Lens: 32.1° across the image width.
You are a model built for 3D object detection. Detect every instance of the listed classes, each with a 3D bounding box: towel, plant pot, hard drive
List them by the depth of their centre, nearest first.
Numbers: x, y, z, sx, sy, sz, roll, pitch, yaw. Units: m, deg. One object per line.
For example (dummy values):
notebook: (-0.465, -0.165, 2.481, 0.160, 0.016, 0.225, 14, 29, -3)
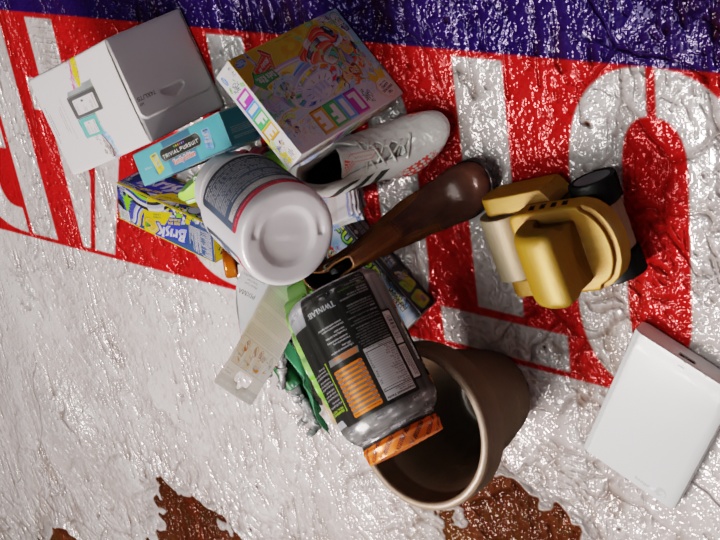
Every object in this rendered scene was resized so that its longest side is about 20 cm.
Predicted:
hard drive: (0.348, 0.171, 1.460, 0.131, 0.026, 0.202, 34, 133, 22)
plant pot: (0.118, 0.173, 1.544, 0.198, 0.174, 0.204, 10, 106, 36)
towel: (-0.071, -0.115, 1.629, 0.199, 0.024, 0.149, -19, 79, 48)

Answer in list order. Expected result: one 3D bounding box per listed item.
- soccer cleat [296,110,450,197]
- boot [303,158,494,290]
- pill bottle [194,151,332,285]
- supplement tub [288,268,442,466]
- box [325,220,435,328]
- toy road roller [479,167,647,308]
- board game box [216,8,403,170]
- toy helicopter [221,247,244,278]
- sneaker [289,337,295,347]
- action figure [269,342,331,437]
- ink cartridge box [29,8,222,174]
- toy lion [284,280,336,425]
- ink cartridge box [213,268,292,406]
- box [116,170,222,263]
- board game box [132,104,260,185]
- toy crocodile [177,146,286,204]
soccer cleat: (0.014, -0.137, 1.489, 0.198, 0.085, 0.070, -19, 82, 25)
boot: (0.045, -0.055, 1.463, 0.187, 0.199, 0.069, -20, 97, 47)
pill bottle: (-0.124, -0.072, 1.484, 0.200, 0.118, 0.121, 38, 143, 56)
supplement tub: (0.009, 0.111, 1.429, 0.122, 0.121, 0.202, -36, 76, 48)
box: (0.000, 0.000, 1.663, 0.201, 0.035, 0.110, 49, 138, 7)
toy road roller: (0.204, -0.025, 1.376, 0.198, 0.146, 0.124, -8, 110, 44)
board game box: (-0.055, -0.215, 1.455, 0.135, 0.199, 0.034, 51, 137, 3)
toy helicopter: (-0.155, -0.054, 1.685, 0.077, 0.200, 0.135, -7, 95, -2)
sneaker: (-0.031, 0.107, 1.746, 0.199, 0.074, 0.081, 35, 149, 27)
action figure: (-0.108, 0.143, 1.793, 0.202, 0.054, 0.118, 65, 166, -23)
ink cartridge box: (-0.322, -0.244, 1.721, 0.198, 0.146, 0.148, -13, 106, 45)
toy lion: (-0.052, 0.092, 1.585, 0.192, 0.068, 0.202, 57, -170, -53)
ink cartridge box: (-0.134, 0.067, 1.652, 0.047, 0.202, 0.160, 26, 171, 19)
box: (-0.263, -0.083, 1.825, 0.198, 0.070, 0.065, 24, 129, 30)
board game box: (-0.181, -0.177, 1.628, 0.198, 0.150, 0.048, -16, 98, 46)
toy crocodile: (-0.161, -0.130, 1.638, 0.198, 0.068, 0.062, -12, 118, 36)
